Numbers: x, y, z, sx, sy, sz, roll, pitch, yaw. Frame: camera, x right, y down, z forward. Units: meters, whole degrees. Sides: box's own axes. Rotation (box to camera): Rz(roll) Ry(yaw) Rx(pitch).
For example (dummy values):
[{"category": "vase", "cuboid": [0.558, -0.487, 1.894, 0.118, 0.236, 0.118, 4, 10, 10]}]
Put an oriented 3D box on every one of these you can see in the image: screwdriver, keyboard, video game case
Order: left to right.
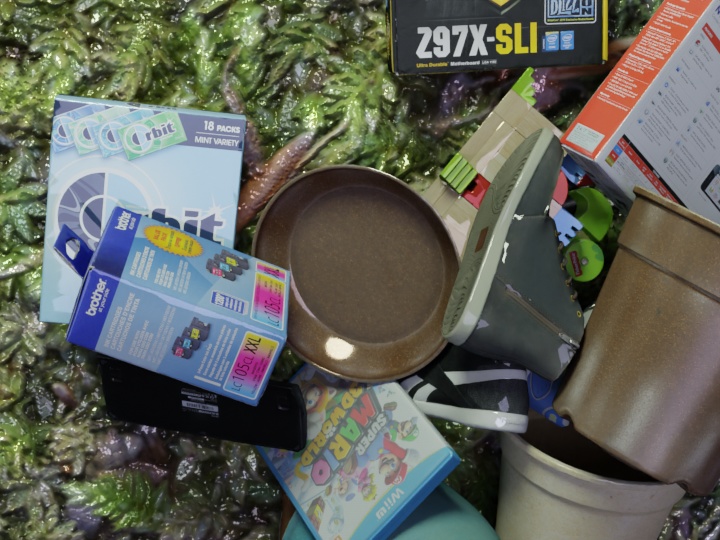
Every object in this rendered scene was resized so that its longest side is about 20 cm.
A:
[{"category": "keyboard", "cuboid": [-0.141, 0.103, 1.169, 0.198, 0.040, 0.105, 8, 124, 12]}, {"category": "video game case", "cuboid": [-0.013, 0.155, 1.149, 0.143, 0.200, 0.018, -46, 135, 4]}, {"category": "screwdriver", "cuboid": [0.002, -0.009, 1.195, 0.198, 0.028, 0.029, 1, 133, -8]}]

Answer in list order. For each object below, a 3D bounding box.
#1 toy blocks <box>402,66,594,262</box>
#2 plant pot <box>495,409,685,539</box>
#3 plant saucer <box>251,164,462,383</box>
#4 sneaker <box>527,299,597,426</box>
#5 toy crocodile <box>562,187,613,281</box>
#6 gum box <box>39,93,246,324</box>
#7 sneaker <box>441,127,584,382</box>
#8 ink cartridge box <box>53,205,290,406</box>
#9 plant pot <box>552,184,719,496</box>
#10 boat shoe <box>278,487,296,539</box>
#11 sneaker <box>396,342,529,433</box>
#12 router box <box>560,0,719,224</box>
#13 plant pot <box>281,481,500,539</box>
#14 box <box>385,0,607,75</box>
[{"category": "toy blocks", "cuboid": [0.137, -0.058, 1.146, 0.136, 0.100, 0.200, 40, 91, 1]}, {"category": "plant pot", "cuboid": [0.206, 0.224, 1.200, 0.199, 0.201, 0.185, 6, 112, -9]}, {"category": "plant saucer", "cuboid": [0.000, 0.000, 1.134, 0.199, 0.037, 0.202, 7, 112, 18]}, {"category": "sneaker", "cuboid": [0.226, 0.078, 1.190, 0.199, 0.077, 0.076, -30, 147, -21]}, {"category": "toy crocodile", "cuboid": [0.165, 0.009, 1.199, 0.062, 0.068, 0.200, 42, 92, -10]}, {"category": "gum box", "cuboid": [-0.196, -0.048, 1.151, 0.168, 0.045, 0.202, 6, 101, -8]}, {"category": "sneaker", "cuboid": [0.148, -0.013, 1.069, 0.106, 0.075, 0.201, 25, 78, -12]}, {"category": "ink cartridge box", "cuboid": [-0.163, 0.022, 1.072, 0.199, 0.137, 0.077, 19, 112, -10]}, {"category": "plant pot", "cuboid": [0.268, 0.063, 1.055, 0.199, 0.200, 0.199, 26, 97, -12]}, {"category": "boat shoe", "cuboid": [-0.043, 0.236, 1.220, 0.071, 0.068, 0.202, 2, 102, -7]}, {"category": "sneaker", "cuboid": [0.085, 0.079, 1.159, 0.073, 0.199, 0.113, 12, 85, -37]}, {"category": "router box", "cuboid": [0.292, -0.125, 1.143, 0.180, 0.049, 0.200, -52, 131, -1]}, {"category": "plant pot", "cuboid": [0.055, 0.288, 1.147, 0.199, 0.188, 0.202, -10, 109, -32]}, {"category": "box", "cuboid": [0.120, -0.261, 1.145, 0.198, 0.049, 0.161, -3, 104, -7]}]
